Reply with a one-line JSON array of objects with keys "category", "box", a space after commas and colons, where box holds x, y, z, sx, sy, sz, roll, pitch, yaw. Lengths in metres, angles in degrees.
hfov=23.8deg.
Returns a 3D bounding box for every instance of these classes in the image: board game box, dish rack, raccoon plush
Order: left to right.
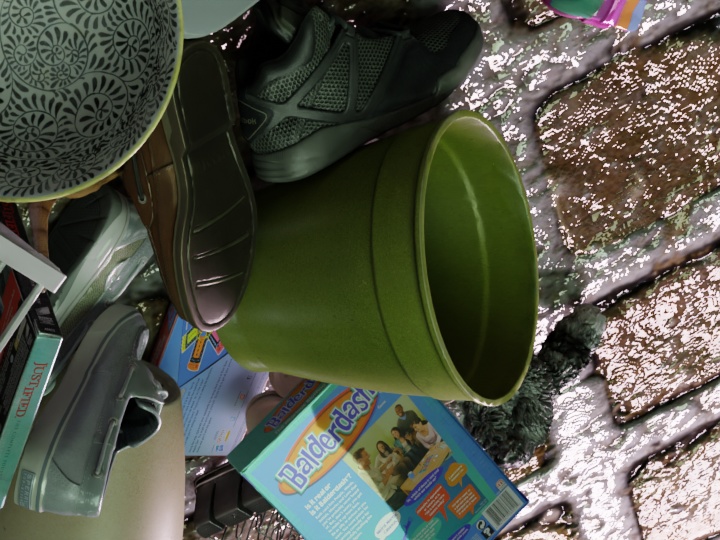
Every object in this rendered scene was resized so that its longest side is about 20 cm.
[{"category": "board game box", "box": [-0.114, 0.067, 1.343, 0.102, 0.019, 0.201, 3, 126, -32]}, {"category": "dish rack", "box": [-0.030, 0.222, 1.422, 0.200, 0.055, 0.153, 37, 137, -27]}, {"category": "board game box", "box": [0.016, 0.163, 1.326, 0.152, 0.045, 0.200, -44, 113, -7]}, {"category": "raccoon plush", "box": [0.104, 0.075, 1.447, 0.134, 0.096, 0.201, 45, 65, -25]}]

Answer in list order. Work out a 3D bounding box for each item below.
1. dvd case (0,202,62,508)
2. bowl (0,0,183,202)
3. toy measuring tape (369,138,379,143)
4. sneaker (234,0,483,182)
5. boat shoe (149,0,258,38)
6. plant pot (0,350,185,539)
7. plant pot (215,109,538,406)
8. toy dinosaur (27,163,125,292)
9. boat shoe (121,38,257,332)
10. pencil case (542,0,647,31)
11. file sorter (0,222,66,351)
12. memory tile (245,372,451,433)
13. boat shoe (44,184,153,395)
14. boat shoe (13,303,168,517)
[{"category": "dvd case", "box": [-0.244, 0.034, 1.116, 0.022, 0.200, 0.147, 5, 125, -31]}, {"category": "bowl", "box": [-0.195, -0.144, 1.040, 0.199, 0.094, 0.203, 1, 95, 7]}, {"category": "toy measuring tape", "box": [0.060, -0.052, 1.297, 0.199, 0.074, 0.074, 23, 115, -40]}, {"category": "sneaker", "box": [-0.003, -0.153, 1.168, 0.199, 0.076, 0.115, -30, 118, -21]}, {"category": "boat shoe", "box": [-0.057, -0.213, 1.101, 0.199, 0.057, 0.069, -32, 112, -20]}, {"category": "plant pot", "box": [-0.207, 0.168, 1.290, 0.186, 0.187, 0.201, 8, 110, -33]}, {"category": "plant pot", "box": [0.000, 0.000, 1.201, 0.191, 0.202, 0.201, -6, 143, 27]}, {"category": "toy dinosaur", "box": [-0.192, -0.065, 1.110, 0.061, 0.106, 0.200, -63, 171, 25]}, {"category": "boat shoe", "box": [-0.118, -0.060, 1.131, 0.072, 0.068, 0.202, -24, 120, -46]}, {"category": "pencil case", "box": [0.192, -0.262, 1.176, 0.088, 0.089, 0.201, 1, 128, -29]}, {"category": "file sorter", "box": [-0.303, -0.014, 1.023, 0.125, 0.200, 0.139, -55, 133, -3]}, {"category": "memory tile", "box": [0.005, 0.081, 1.353, 0.152, 0.017, 0.201, 23, 119, -10]}, {"category": "boat shoe", "box": [-0.214, 0.031, 1.223, 0.065, 0.074, 0.203, 24, 106, -41]}, {"category": "boat shoe", "box": [-0.169, 0.098, 1.153, 0.071, 0.201, 0.070, 18, 124, 2]}]
